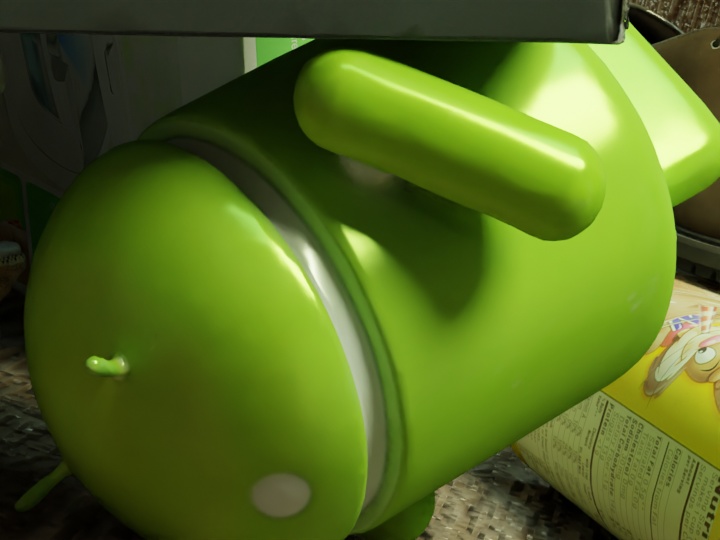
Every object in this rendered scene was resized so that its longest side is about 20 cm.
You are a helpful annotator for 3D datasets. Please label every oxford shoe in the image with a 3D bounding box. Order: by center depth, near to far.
[{"bbox_3d":[0.127,-0.042,0.896,0.072,0.085,0.200,8,18,-35],"label":"oxford shoe"}]

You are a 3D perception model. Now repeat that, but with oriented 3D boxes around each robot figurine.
[{"bbox_3d":[0.000,0.000,0.693,0.199,0.176,0.116,-28,71,-31],"label":"robot figurine"}]

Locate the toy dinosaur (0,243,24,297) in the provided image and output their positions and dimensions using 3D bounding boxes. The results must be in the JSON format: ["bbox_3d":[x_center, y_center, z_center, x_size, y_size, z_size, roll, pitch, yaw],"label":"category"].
[{"bbox_3d":[-0.195,-0.046,0.820,0.199,0.107,0.060,24,15,1],"label":"toy dinosaur"}]

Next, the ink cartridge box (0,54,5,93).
[{"bbox_3d":[-0.199,-0.036,0.655,0.198,0.042,0.120,-2,26,12],"label":"ink cartridge box"}]

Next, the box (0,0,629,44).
[{"bbox_3d":[-0.044,-0.108,0.663,0.198,0.080,0.141,0,16,-9],"label":"box"}]

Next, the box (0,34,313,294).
[{"bbox_3d":[-0.050,-0.077,0.880,0.096,0.201,0.176,-21,32,-34],"label":"box"}]

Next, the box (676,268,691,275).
[{"bbox_3d":[0.106,0.002,1.090,0.140,0.079,0.200,14,10,-28],"label":"box"}]

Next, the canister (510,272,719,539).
[{"bbox_3d":[0.139,0.062,0.810,0.148,0.087,0.200,14,8,-21],"label":"canister"}]
